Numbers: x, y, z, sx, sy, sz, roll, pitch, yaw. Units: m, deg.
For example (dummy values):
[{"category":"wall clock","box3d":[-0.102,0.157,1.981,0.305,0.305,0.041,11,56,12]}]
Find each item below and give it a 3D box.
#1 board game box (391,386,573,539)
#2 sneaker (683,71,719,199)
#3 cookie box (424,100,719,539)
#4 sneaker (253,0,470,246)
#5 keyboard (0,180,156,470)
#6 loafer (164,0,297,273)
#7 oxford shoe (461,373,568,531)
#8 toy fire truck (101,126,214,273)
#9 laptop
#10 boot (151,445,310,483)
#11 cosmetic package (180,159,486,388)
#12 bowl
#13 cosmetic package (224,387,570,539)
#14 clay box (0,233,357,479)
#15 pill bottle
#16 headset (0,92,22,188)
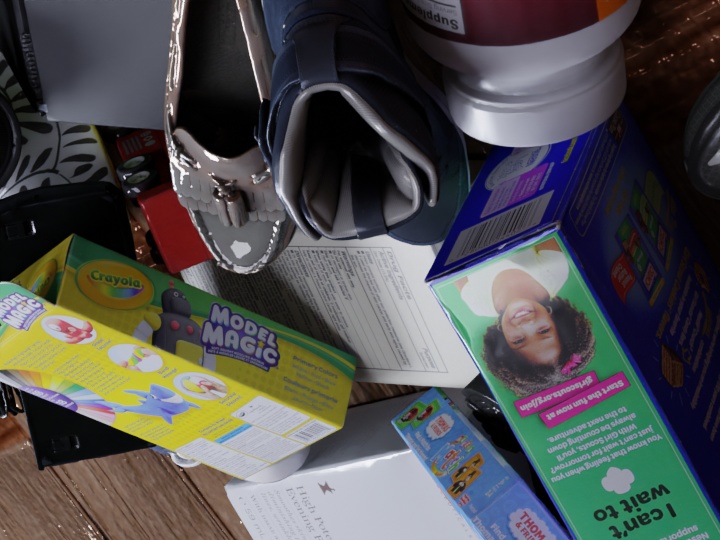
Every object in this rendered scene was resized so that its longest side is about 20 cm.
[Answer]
[{"category":"board game box","box3d":[0.091,0.144,1.469,0.151,0.037,0.200,51,180,-15]},{"category":"sneaker","box3d":[0.213,-0.063,1.293,0.200,0.084,0.077,-12,114,48]},{"category":"cookie box","box3d":[0.124,0.040,1.391,0.075,0.171,0.200,-24,107,24]},{"category":"sneaker","box3d":[0.007,-0.046,1.349,0.077,0.147,0.203,-20,135,9]},{"category":"keyboard","box3d":[-0.169,0.026,1.619,0.040,0.104,0.200,-105,7,-48]},{"category":"loafer","box3d":[-0.066,-0.080,1.408,0.072,0.063,0.201,5,122,10]},{"category":"oxford shoe","box3d":[0.129,0.092,1.526,0.073,0.084,0.200,28,160,37]},{"category":"toy fire truck","box3d":[-0.054,-0.057,1.542,0.200,0.141,0.049,-118,6,-67]},{"category":"laptop","box3d":[-0.137,-0.175,1.479,0.200,0.103,0.178,-124,22,-51]},{"category":"boot","box3d":[-0.090,0.082,1.718,0.200,0.073,0.091,41,154,41]},{"category":"cosmetic package","box3d":[0.000,0.000,1.566,0.200,0.071,0.105,3,127,43]},{"category":"bowl","box3d":[-0.217,-0.059,1.651,0.201,0.094,0.201,50,159,28]},{"category":"cosmetic package","box3d":[0.025,0.130,1.660,0.200,0.074,0.102,-17,111,51]},{"category":"clay box","box3d":[-0.116,0.043,1.547,0.200,0.048,0.115,25,151,-22]},{"category":"pill bottle","box3d":[0.068,-0.162,1.322,0.113,0.113,0.201,17,134,34]},{"category":"headset","box3d":[-0.229,-0.058,1.506,0.123,0.094,0.201,142,130,-66]}]
